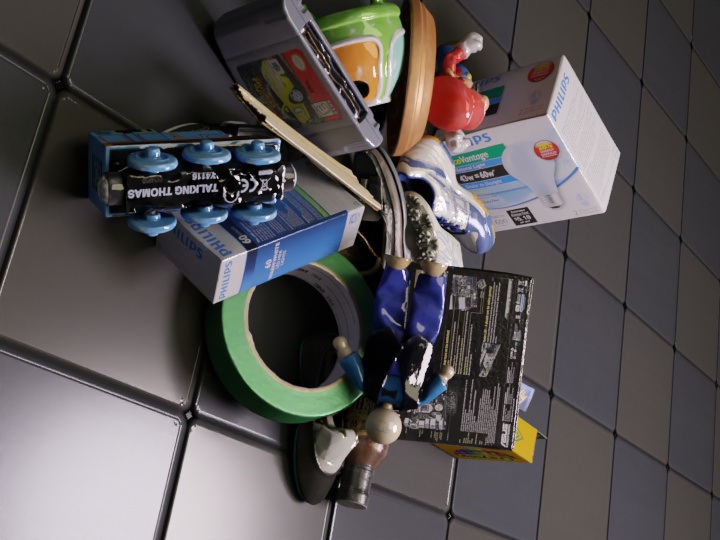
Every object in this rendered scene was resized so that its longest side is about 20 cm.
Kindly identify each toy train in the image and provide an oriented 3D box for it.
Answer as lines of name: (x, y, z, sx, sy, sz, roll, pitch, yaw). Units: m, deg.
toy train: (-0.163, -0.093, 0.947, 0.198, 0.114, 0.088, -8, 117, -31)

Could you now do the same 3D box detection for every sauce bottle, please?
sauce bottle: (0.011, 0.188, 1.201, 0.065, 0.064, 0.202, 36, 56, -42)

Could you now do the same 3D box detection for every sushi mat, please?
sushi mat: (-0.057, -0.132, 1.064, 0.012, 0.096, 0.200, -48, 134, 9)

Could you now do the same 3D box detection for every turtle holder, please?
turtle holder: (-0.015, -0.263, 1.202, 0.140, 0.185, 0.133, -18, 99, -16)

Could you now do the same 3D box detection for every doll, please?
doll: (0.037, 0.087, 1.061, 0.048, 0.135, 0.202, 50, 49, -88)

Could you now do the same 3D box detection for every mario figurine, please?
mario figurine: (0.143, -0.244, 1.349, 0.124, 0.105, 0.201, 57, 19, -24)

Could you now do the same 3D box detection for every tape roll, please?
tape roll: (-0.071, 0.065, 1.080, 0.199, 0.048, 0.203, 12, 68, -31)

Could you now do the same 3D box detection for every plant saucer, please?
plant saucer: (0.065, -0.246, 1.255, 0.037, 0.200, 0.202, 5, 76, -5)

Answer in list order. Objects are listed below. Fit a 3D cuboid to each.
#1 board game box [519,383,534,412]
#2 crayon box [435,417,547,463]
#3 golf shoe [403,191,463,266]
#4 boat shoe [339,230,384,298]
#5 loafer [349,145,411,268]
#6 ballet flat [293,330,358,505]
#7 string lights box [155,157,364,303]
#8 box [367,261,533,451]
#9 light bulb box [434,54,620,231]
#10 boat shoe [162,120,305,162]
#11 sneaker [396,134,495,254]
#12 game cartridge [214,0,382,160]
board game box: (0.125, 0.121, 1.297, 0.199, 0.135, 0.035, 31, 84, -45)
crayon box: (0.151, 0.213, 1.322, 0.200, 0.126, 0.051, 35, 59, -42)
golf shoe: (0.095, -0.031, 1.338, 0.097, 0.078, 0.201, -52, 133, -44)
boat shoe: (-0.004, 0.004, 1.183, 0.075, 0.075, 0.203, -48, 115, -20)
loafer: (0.019, -0.058, 1.250, 0.063, 0.072, 0.202, -21, 105, -38)
ballet flat: (-0.040, 0.170, 1.138, 0.068, 0.068, 0.202, 8, 79, -50)
string lights box: (-0.103, -0.048, 1.034, 0.199, 0.103, 0.059, -24, 144, -40)
box: (0.101, 0.096, 1.135, 0.162, 0.086, 0.202, 6, 91, -7)
light bulb box: (0.245, -0.180, 1.444, 0.200, 0.197, 0.126, 49, 48, -33)
boat shoe: (-0.140, -0.129, 1.066, 0.199, 0.060, 0.076, -18, 98, -51)
sneaker: (0.112, -0.088, 1.376, 0.200, 0.075, 0.088, 52, 56, -21)
game cartridge: (-0.074, -0.209, 1.102, 0.201, 0.132, 0.041, 54, 54, -29)
